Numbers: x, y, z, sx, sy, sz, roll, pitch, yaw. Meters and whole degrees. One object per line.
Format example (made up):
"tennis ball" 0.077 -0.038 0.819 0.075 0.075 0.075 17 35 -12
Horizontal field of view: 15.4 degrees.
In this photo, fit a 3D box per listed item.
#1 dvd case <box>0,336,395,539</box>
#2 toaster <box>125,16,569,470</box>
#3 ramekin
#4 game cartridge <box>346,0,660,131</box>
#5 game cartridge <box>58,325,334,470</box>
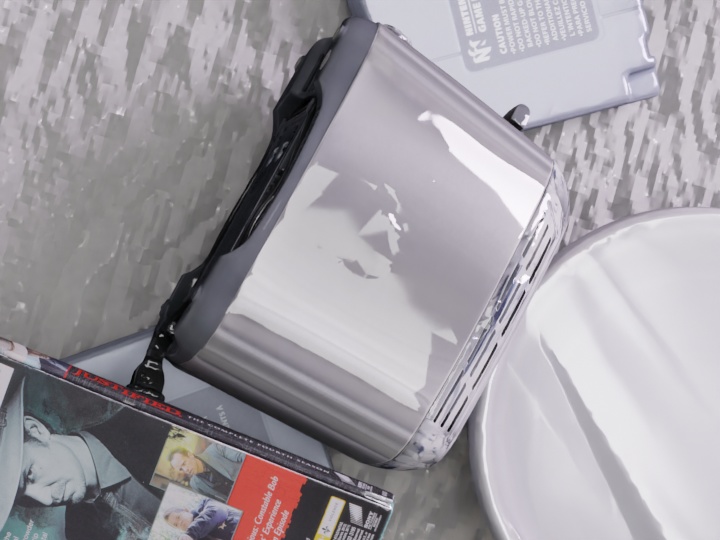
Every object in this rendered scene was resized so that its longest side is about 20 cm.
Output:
"dvd case" -0.102 0.123 1.135 0.199 0.022 0.147 21 106 -2
"toaster" 0.000 0.000 1.152 0.129 0.114 0.201 30 78 -9
"ramekin" 0.139 0.070 1.219 0.201 0.094 0.203 0 91 -12
"game cartridge" 0.052 -0.161 1.229 0.133 0.041 0.201 -15 93 -14
"game cartridge" -0.070 0.123 1.210 0.133 0.040 0.201 -19 94 -14
